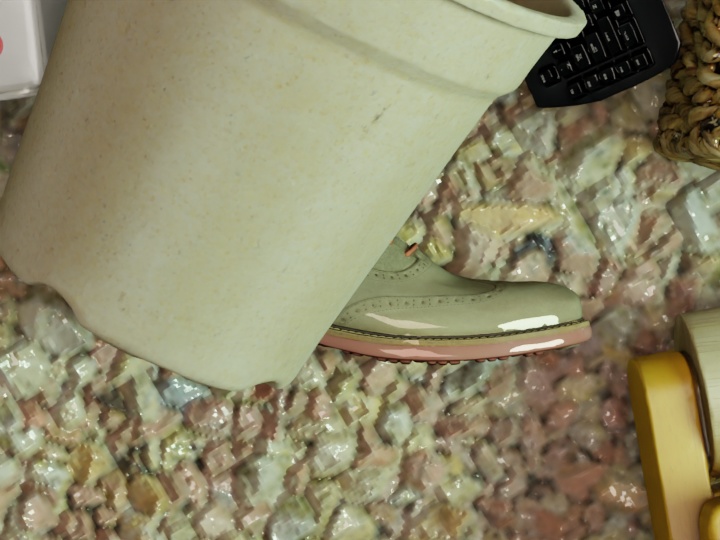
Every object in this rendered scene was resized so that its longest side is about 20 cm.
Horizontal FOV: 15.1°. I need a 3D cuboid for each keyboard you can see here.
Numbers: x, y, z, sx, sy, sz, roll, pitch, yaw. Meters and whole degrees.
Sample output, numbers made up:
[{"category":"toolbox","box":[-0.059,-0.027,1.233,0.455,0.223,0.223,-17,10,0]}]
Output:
[{"category":"keyboard","box":[0.050,-0.158,1.127,0.104,0.040,0.201,-23,91,37]}]

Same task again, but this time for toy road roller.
[{"category":"toy road roller","box":[0.191,0.111,1.109,0.122,0.146,0.201,-11,92,-3]}]

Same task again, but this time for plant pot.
[{"category":"plant pot","box":[-0.045,-0.064,1.032,0.200,0.201,0.184,28,103,-3]}]

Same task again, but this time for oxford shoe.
[{"category":"oxford shoe","box":[0.000,0.000,1.138,0.199,0.070,0.075,5,89,-3]}]

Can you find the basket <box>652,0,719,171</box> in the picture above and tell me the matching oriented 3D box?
[{"category":"basket","box":[0.234,-0.098,1.110,0.199,0.143,0.150,14,91,-3]}]

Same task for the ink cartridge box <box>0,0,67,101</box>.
[{"category":"ink cartridge box","box":[-0.195,-0.162,1.106,0.144,0.083,0.201,-7,92,11]}]
